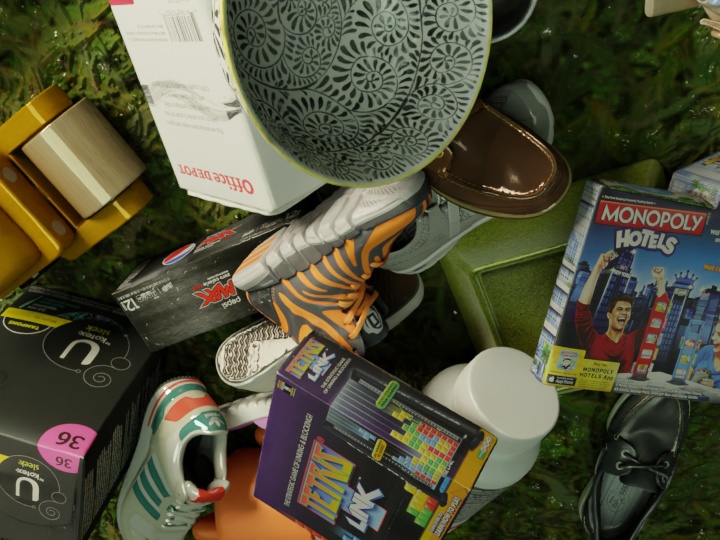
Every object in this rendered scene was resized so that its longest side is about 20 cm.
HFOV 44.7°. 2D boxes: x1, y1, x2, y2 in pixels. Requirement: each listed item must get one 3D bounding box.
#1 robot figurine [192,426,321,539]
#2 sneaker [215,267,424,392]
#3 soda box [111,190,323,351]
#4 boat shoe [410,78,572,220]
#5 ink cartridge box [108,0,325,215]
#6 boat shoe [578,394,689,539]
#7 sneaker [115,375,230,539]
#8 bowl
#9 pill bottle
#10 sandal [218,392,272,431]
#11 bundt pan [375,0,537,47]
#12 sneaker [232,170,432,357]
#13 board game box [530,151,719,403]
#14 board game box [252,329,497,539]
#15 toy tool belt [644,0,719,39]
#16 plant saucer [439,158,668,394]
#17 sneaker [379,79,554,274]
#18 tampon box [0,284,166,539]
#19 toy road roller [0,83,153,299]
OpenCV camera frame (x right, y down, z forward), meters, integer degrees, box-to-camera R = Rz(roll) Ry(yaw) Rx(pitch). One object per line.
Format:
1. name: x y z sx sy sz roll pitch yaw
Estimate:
1. robot figurine: -0.065 0.233 0.866 0.200 0.144 0.117 -6 136 13
2. sneaker: -0.029 0.053 0.801 0.200 0.073 0.085 -25 153 11
3. soda box: -0.114 0.002 0.777 0.200 0.063 0.071 -20 114 21
4. boat shoe: 0.054 -0.098 0.619 0.200 0.068 0.072 33 92 28
5. ink cartridge box: -0.100 -0.154 0.639 0.145 0.083 0.200 18 133 49
6. boat shoe: 0.253 0.187 0.809 0.074 0.066 0.200 18 121 -2
7. sneaker: -0.168 0.203 0.807 0.070 0.093 0.200 3 111 -39
8. bowl: -0.021 -0.156 0.545 0.094 0.201 0.201 16 131 49
9. pill bottle: 0.087 0.149 0.762 0.111 0.111 0.200 27 140 -5
10. sandal: -0.067 0.137 0.832 0.202 0.082 0.050 -16 92 33
11. bundt pan: 0.047 -0.250 0.599 0.201 0.076 0.202 5 120 8
12. sneaker: 0.000 0.000 0.667 0.200 0.078 0.112 -27 111 43
13. board game box: 0.236 -0.006 0.660 0.200 0.062 0.200 9 104 -19
14. board game box: 0.002 0.162 0.708 0.165 0.057 0.200 28 139 12
15. toy tool belt: 0.270 -0.236 0.540 0.123 0.125 0.200 16 120 -8
16. plant saucer: 0.180 0.029 0.746 0.200 0.048 0.200 -16 115 19
17. sneaker: 0.070 -0.064 0.682 0.075 0.082 0.200 52 121 22
18. tampon box: -0.283 0.129 0.801 0.150 0.200 0.126 15 120 2
19. toy road roller: -0.290 -0.046 0.735 0.200 0.146 0.123 -31 110 24
